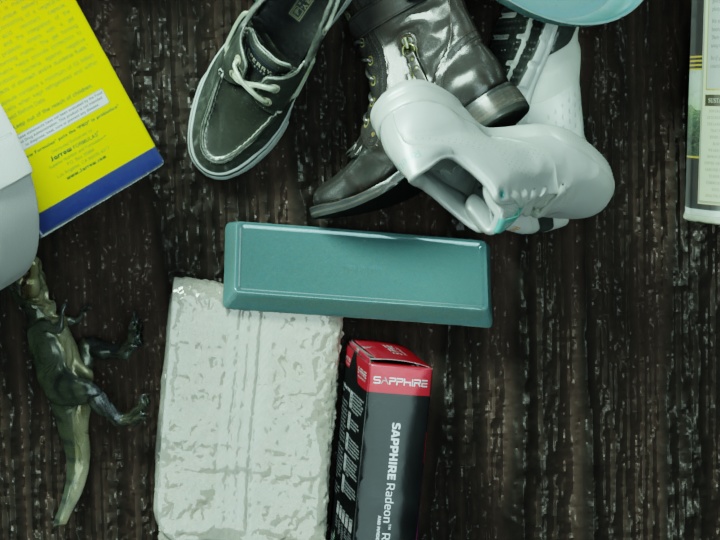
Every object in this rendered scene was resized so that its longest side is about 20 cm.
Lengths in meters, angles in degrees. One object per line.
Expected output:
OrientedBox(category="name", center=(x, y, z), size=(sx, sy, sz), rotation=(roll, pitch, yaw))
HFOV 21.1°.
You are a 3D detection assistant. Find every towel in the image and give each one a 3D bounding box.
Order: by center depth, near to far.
OrientedBox(category="towel", center=(-0.082, 0.110, 1.408), size=(0.131, 0.034, 0.202), rotation=(5, 93, -10))

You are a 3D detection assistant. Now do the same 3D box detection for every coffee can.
OrientedBox(category="coffee can", center=(0.307, -0.135, 1.384), size=(0.145, 0.146, 0.202), rotation=(1, 95, -8))

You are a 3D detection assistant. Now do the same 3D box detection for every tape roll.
OrientedBox(category="tape roll", center=(-0.289, -0.072, 1.275), size=(0.037, 0.202, 0.204), rotation=(-33, 100, -35))

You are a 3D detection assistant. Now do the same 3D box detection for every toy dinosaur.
OrientedBox(category="toy dinosaur", center=(-0.196, 0.078, 1.383), size=(0.087, 0.047, 0.202), rotation=(-10, 97, 8))

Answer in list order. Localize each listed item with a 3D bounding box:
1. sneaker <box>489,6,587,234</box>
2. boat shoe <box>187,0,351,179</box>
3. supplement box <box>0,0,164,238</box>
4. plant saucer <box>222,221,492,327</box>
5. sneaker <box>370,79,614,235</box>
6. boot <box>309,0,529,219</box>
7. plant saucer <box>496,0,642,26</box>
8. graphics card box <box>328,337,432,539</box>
OrientedBox(category="sneaker", center=(0.132, -0.122, 1.408), size=(0.079, 0.074, 0.202), rotation=(11, 98, -23))
OrientedBox(category="boat shoe", center=(-0.067, -0.149, 1.351), size=(0.070, 0.064, 0.201), rotation=(31, 108, 2))
OrientedBox(category="supplement box", center=(-0.242, -0.126, 1.310), size=(0.109, 0.109, 0.201), rotation=(-33, 99, -29))
OrientedBox(category="plant saucer", center=(0.000, 0.000, 1.401), size=(0.198, 0.019, 0.071), rotation=(4, 62, -8))
OrientedBox(category="sneaker", center=(0.095, -0.056, 1.302), size=(0.199, 0.089, 0.075), rotation=(16, 130, -32))
OrientedBox(category="boot", center=(0.016, -0.147, 1.382), size=(0.199, 0.069, 0.175), rotation=(-32, 80, 21))
OrientedBox(category="plant saucer", center=(0.121, -0.253, 1.362), size=(0.198, 0.027, 0.202), rotation=(15, 57, -24))
OrientedBox(category="graphics card box", center=(0.011, 0.156, 1.378), size=(0.050, 0.125, 0.202), rotation=(6, 93, -9))
